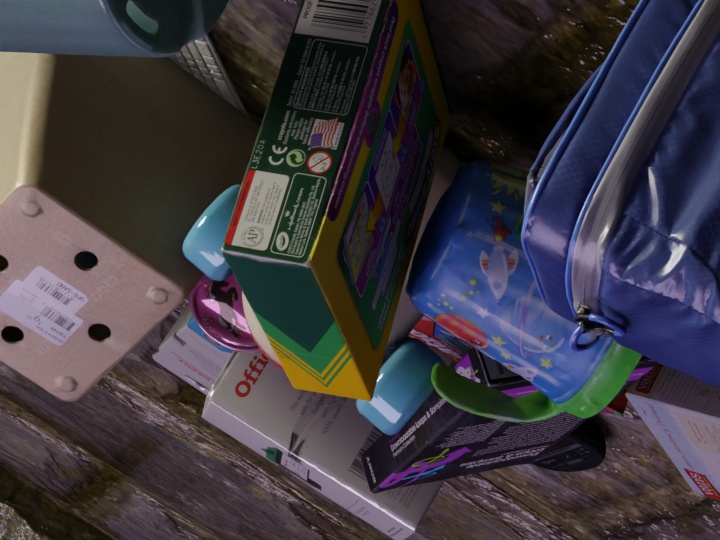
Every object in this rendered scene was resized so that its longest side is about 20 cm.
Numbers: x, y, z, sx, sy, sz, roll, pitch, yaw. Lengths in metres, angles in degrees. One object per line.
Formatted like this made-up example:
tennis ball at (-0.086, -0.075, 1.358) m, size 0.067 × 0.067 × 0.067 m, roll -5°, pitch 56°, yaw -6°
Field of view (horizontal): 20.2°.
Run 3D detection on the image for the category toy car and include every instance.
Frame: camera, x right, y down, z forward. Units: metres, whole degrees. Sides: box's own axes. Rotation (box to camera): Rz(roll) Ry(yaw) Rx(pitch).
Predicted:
toy car at (0.000, 0.000, 1.368) m, size 0.184 × 0.177 × 0.200 m, roll 41°, pitch 174°, yaw 5°

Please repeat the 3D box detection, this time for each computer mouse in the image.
computer mouse at (0.124, 0.113, 1.563) m, size 0.058 × 0.034 × 0.200 m, roll -20°, pitch 147°, yaw 33°

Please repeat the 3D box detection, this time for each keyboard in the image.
keyboard at (-0.117, -0.146, 1.402) m, size 0.056 × 0.011 × 0.200 m, roll 23°, pitch 159°, yaw 25°

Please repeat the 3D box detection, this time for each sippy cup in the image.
sippy cup at (0.102, 0.001, 1.202) m, size 0.130 × 0.179 × 0.140 m, roll 24°, pitch 174°, yaw -9°

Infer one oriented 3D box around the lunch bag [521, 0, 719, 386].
lunch bag at (0.156, -0.045, 0.942) m, size 0.132 × 0.201 × 0.136 m, roll 27°, pitch 166°, yaw 21°

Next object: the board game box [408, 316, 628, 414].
board game box at (0.097, 0.060, 1.497) m, size 0.199 × 0.020 × 0.103 m, roll 28°, pitch 167°, yaw -34°

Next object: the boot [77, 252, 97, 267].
boot at (-0.317, -0.028, 1.891) m, size 0.199 × 0.077 × 0.168 m, roll 17°, pitch 161°, yaw 19°

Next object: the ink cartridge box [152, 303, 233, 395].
ink cartridge box at (-0.108, 0.066, 1.820) m, size 0.116 × 0.067 × 0.200 m, roll 34°, pitch 160°, yaw -9°

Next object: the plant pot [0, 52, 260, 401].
plant pot at (-0.198, -0.035, 1.384) m, size 0.199 × 0.178 × 0.200 m, roll 36°, pitch 120°, yaw -22°

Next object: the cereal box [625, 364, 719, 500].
cereal box at (0.296, 0.131, 1.403) m, size 0.199 × 0.040 × 0.144 m, roll 15°, pitch 155°, yaw 40°

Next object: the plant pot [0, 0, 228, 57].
plant pot at (-0.179, -0.201, 1.110) m, size 0.195 × 0.201 × 0.200 m, roll 12°, pitch 154°, yaw 28°

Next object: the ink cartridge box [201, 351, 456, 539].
ink cartridge box at (-0.010, 0.104, 1.647) m, size 0.199 × 0.147 × 0.084 m, roll 33°, pitch 162°, yaw 0°

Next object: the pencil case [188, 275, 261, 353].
pencil case at (-0.078, 0.006, 1.499) m, size 0.086 × 0.083 × 0.200 m, roll 1°, pitch -171°, yaw 0°

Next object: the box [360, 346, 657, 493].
box at (0.101, 0.098, 1.423) m, size 0.142 × 0.036 × 0.200 m, roll -7°, pitch 156°, yaw -29°

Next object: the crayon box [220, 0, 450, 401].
crayon box at (-0.009, -0.053, 1.165) m, size 0.058 × 0.201 × 0.173 m, roll 9°, pitch 154°, yaw 16°
